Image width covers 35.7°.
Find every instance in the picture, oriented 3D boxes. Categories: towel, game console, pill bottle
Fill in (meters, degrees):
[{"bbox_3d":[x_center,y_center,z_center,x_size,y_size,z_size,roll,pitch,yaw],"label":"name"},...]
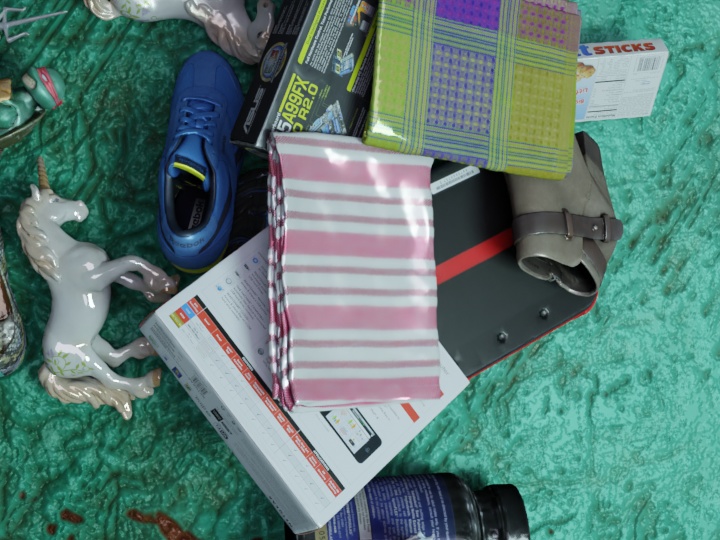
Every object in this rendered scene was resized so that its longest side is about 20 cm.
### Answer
[{"bbox_3d":[0.000,0.000,0.826,0.145,0.030,0.203,0,88,-35],"label":"towel"},{"bbox_3d":[0.106,-0.011,0.977,0.199,0.031,0.178,-26,91,-25],"label":"game console"},{"bbox_3d":[0.038,0.230,0.951,0.197,0.112,0.113,-2,92,-9],"label":"pill bottle"},{"bbox_3d":[0.093,-0.151,0.868,0.198,0.023,0.145,5,90,-29],"label":"towel"}]

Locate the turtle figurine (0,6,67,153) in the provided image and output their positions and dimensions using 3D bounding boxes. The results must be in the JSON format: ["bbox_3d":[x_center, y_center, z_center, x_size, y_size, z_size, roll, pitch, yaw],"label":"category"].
[{"bbox_3d":[-0.308,-0.133,0.878,0.198,0.150,0.101,-27,111,-5],"label":"turtle figurine"}]

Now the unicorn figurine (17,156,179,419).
[{"bbox_3d":[-0.220,0.019,0.915,0.136,0.074,0.202,11,91,-8],"label":"unicorn figurine"}]

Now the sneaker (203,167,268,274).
[{"bbox_3d":[-0.088,0.012,0.952,0.075,0.078,0.203,-5,77,32],"label":"sneaker"}]

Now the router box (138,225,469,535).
[{"bbox_3d":[-0.039,0.067,0.866,0.179,0.049,0.201,-38,91,-31],"label":"router box"}]

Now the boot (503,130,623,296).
[{"bbox_3d":[0.146,-0.072,0.939,0.199,0.070,0.148,26,58,-27],"label":"boot"}]

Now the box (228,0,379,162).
[{"bbox_3d":[0.006,-0.159,0.866,0.159,0.044,0.202,23,87,-36],"label":"box"}]

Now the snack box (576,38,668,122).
[{"bbox_3d":[0.168,-0.163,0.987,0.198,0.072,0.024,-6,48,-9],"label":"snack box"}]

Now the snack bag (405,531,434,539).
[{"bbox_3d":[0.010,0.304,0.919,0.199,0.022,0.189,-28,129,12],"label":"snack bag"}]

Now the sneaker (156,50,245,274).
[{"bbox_3d":[-0.128,-0.100,0.910,0.065,0.079,0.202,3,69,-1],"label":"sneaker"}]

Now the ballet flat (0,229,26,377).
[{"bbox_3d":[-0.322,-0.008,0.908,0.071,0.072,0.202,-20,94,-8],"label":"ballet flat"}]

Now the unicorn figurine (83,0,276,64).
[{"bbox_3d":[-0.139,-0.242,0.939,0.197,0.074,0.139,-1,92,7],"label":"unicorn figurine"}]
